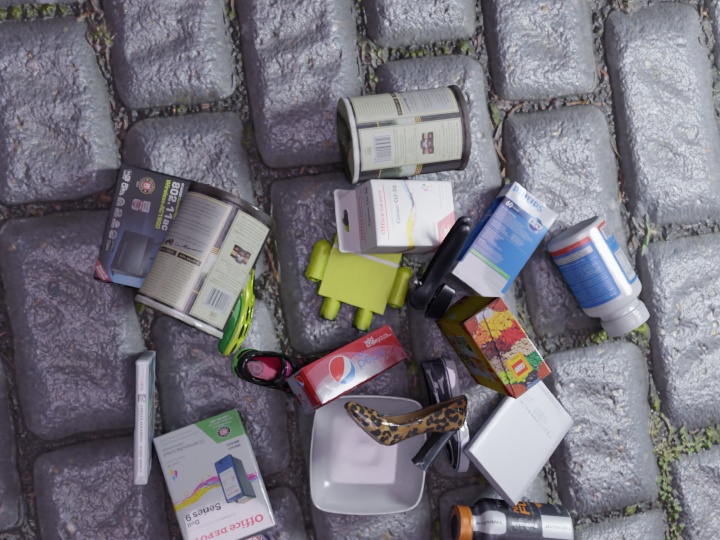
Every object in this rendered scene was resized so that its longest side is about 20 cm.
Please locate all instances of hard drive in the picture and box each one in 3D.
[{"bbox_3d":[0.279,0.289,1.453,0.132,0.025,0.200,50,61,-9],"label":"hard drive"}]

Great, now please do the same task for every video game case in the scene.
[{"bbox_3d":[-0.337,0.223,1.304,0.023,0.200,0.182,1,89,-11],"label":"video game case"}]

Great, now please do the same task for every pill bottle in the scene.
[{"bbox_3d":[0.427,0.013,1.479,0.112,0.112,0.200,-31,93,-9],"label":"pill bottle"},{"bbox_3d":[0.257,0.453,1.444,0.199,0.106,0.107,8,88,-9],"label":"pill bottle"}]

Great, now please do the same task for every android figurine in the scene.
[{"bbox_3d":[0.000,0.000,1.447,0.182,0.041,0.200,20,87,-8],"label":"android figurine"}]

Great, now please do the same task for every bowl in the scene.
[{"bbox_3d":[0.009,0.311,1.423,0.199,0.075,0.201,3,87,-9],"label":"bowl"}]

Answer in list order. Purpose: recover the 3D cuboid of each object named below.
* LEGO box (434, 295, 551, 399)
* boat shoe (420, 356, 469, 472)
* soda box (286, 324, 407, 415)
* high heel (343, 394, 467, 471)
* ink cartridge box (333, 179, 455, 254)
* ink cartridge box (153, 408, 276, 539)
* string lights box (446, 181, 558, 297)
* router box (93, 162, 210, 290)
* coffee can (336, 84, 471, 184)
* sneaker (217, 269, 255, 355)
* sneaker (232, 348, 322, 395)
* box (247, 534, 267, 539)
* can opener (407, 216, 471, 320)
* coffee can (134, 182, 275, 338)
[{"bbox_3d":[0.216,0.124,1.397,0.077,0.200,0.149,-35,95,-8],"label":"LEGO box"},{"bbox_3d":[0.143,0.253,1.448,0.068,0.072,0.201,-8,88,-11],"label":"boat shoe"},{"bbox_3d":[-0.020,0.162,1.377,0.200,0.063,0.070,-24,79,-38],"label":"soda box"},{"bbox_3d":[0.078,0.225,1.359,0.200,0.071,0.143,36,90,-24],"label":"high heel"},{"bbox_3d":[0.060,-0.090,1.411,0.200,0.067,0.117,-2,81,-26],"label":"ink cartridge box"},{"bbox_3d":[-0.235,0.346,1.351,0.145,0.088,0.200,-18,76,-10],"label":"ink cartridge box"},{"bbox_3d":[0.250,-0.047,1.478,0.103,0.059,0.200,37,83,-7],"label":"string lights box"},{"bbox_3d":[-0.343,-0.063,1.379,0.149,0.062,0.201,13,87,-10],"label":"router box"},{"bbox_3d":[0.071,-0.231,1.409,0.199,0.146,0.147,-8,90,-9],"label":"coffee can"},{"bbox_3d":[-0.223,0.043,1.399,0.083,0.074,0.201,3,83,5],"label":"sneaker"},{"bbox_3d":[-0.117,0.177,1.400,0.199,0.084,0.077,7,88,-9],"label":"sneaker"},{"bbox_3d":[-0.248,0.506,1.394,0.200,0.039,0.137,-44,96,-8],"label":"box"},{"bbox_3d":[0.137,-0.008,1.401,0.078,0.063,0.200,16,120,-11],"label":"can opener"},{"bbox_3d":[-0.240,-0.015,1.288,0.146,0.146,0.200,26,80,-8],"label":"coffee can"}]
